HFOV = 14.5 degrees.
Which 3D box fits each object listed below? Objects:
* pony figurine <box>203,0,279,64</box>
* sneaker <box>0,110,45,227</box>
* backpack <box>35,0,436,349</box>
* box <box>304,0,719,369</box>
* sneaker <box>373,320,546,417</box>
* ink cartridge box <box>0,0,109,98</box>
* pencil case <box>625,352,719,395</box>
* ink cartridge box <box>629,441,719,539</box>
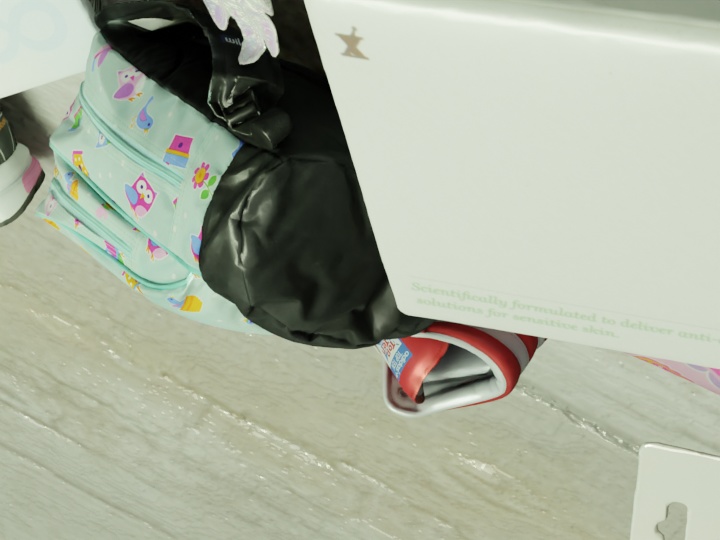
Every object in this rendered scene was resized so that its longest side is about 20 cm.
[{"bbox_3d":[-0.124,-0.178,1.180,0.167,0.200,0.193,52,163,49],"label":"pony figurine"},{"bbox_3d":[-0.263,-0.075,1.504,0.200,0.080,0.086,-3,123,24],"label":"sneaker"},{"bbox_3d":[-0.060,-0.043,1.295,0.167,0.127,0.200,21,-172,-46],"label":"backpack"},{"bbox_3d":[0.113,-0.089,1.137,0.199,0.171,0.200,10,141,24],"label":"box"},{"bbox_3d":[0.000,0.000,1.374,0.200,0.113,0.071,18,143,14],"label":"sneaker"},{"bbox_3d":[-0.238,-0.140,1.343,0.200,0.047,0.160,-18,131,9],"label":"ink cartridge box"},{"bbox_3d":[0.157,0.007,1.303,0.200,0.087,0.087,23,144,5],"label":"pencil case"},{"bbox_3d":[0.223,0.105,1.257,0.200,0.068,0.117,8,135,7],"label":"ink cartridge box"}]
